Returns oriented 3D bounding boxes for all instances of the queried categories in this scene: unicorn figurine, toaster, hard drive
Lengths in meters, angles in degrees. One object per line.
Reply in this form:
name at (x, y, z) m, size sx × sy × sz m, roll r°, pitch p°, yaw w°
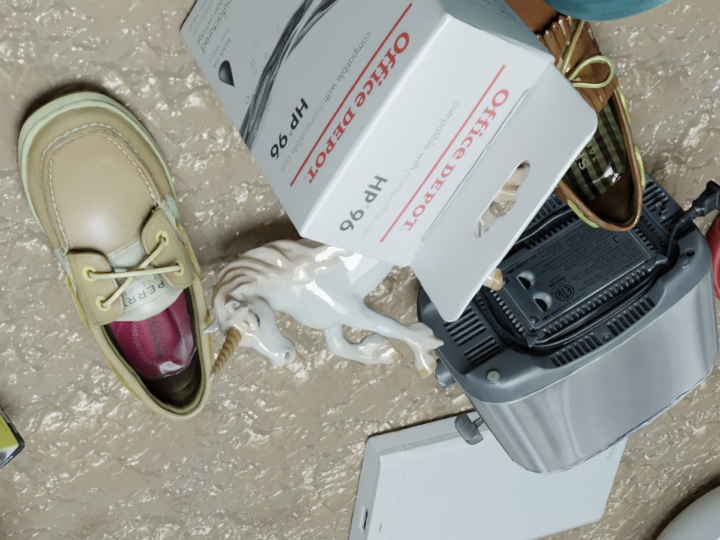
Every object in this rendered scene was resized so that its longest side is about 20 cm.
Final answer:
unicorn figurine at (0.000, 0.000, 0.854) m, size 0.137 × 0.074 × 0.202 m, roll 37°, pitch 74°, yaw -31°
toaster at (0.136, 0.030, 0.952) m, size 0.199 × 0.114 × 0.130 m, roll -33°, pitch 142°, yaw -5°
hard drive at (0.090, 0.145, 1.091) m, size 0.198 × 0.026 × 0.133 m, roll -11°, pitch 133°, yaw -23°

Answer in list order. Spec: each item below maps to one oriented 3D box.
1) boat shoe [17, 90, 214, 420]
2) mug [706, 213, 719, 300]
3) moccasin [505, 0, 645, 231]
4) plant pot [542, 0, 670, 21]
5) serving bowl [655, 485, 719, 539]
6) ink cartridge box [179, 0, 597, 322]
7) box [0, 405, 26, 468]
boat shoe at (-0.112, -0.002, 0.798) m, size 0.073 × 0.067 × 0.201 m, roll -27°, pitch 138°, yaw -7°
mug at (0.333, -0.020, 1.017) m, size 0.176 × 0.134 × 0.202 m, roll -1°, pitch 126°, yaw -33°
moccasin at (0.102, -0.092, 0.838) m, size 0.073 × 0.078 × 0.202 m, roll -31°, pitch 134°, yaw -3°
plant pot at (0.055, -0.227, 0.615) m, size 0.194 × 0.201 × 0.201 m, roll 19°, pitch 117°, yaw -34°
serving bowl at (0.296, 0.229, 1.268) m, size 0.198 × 0.066 × 0.202 m, roll -17°, pitch 135°, yaw -18°
ink cartridge box at (0.005, -0.087, 0.693) m, size 0.067 × 0.201 × 0.117 m, roll 15°, pitch 120°, yaw -40°
box at (-0.230, 0.094, 0.747) m, size 0.075 × 0.050 × 0.200 m, roll -39°, pitch 173°, yaw 5°
